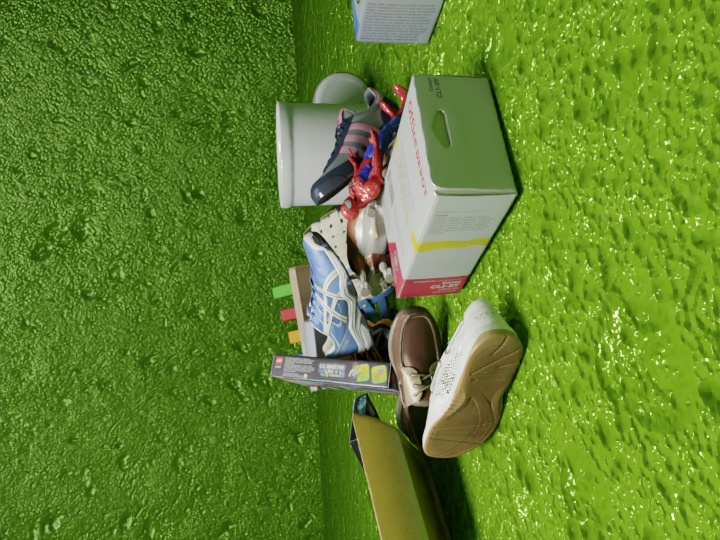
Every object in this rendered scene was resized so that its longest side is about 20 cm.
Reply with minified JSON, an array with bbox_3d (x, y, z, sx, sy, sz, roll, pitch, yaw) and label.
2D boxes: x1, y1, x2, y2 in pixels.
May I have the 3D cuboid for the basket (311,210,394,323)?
[{"bbox_3d":[0.000,0.000,1.036,0.200,0.137,0.179,54,-161,-55],"label":"basket"}]

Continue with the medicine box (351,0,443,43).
[{"bbox_3d":[0.047,-0.411,0.695,0.200,0.101,0.186,114,151,-71],"label":"medicine box"}]

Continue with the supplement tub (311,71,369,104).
[{"bbox_3d":[-0.046,-0.317,1.212,0.200,0.120,0.125,160,107,-80],"label":"supplement tub"}]

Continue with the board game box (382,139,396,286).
[{"bbox_3d":[0.067,-0.079,0.829,0.151,0.045,0.204,177,90,-81],"label":"board game box"}]

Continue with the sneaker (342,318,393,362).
[{"bbox_3d":[0.017,0.125,0.929,0.199,0.077,0.079,0,128,58],"label":"sneaker"}]

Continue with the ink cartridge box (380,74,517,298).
[{"bbox_3d":[0.083,-0.081,0.623,0.201,0.082,0.147,104,162,-61],"label":"ink cartridge box"}]

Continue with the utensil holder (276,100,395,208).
[{"bbox_3d":[-0.038,-0.194,0.971,0.170,0.196,0.174,176,90,-80],"label":"utensil holder"}]

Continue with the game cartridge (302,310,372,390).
[{"bbox_3d":[-0.024,0.137,1.051,0.040,0.198,0.136,-9,81,39],"label":"game cartridge"}]

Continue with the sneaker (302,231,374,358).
[{"bbox_3d":[-0.044,0.042,0.833,0.076,0.076,0.203,-129,17,-69],"label":"sneaker"}]

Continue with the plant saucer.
[{"bbox_3d":[0.065,0.294,0.738,0.201,0.048,0.202,57,-168,-50],"label":"plant saucer"}]

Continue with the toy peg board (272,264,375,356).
[{"bbox_3d":[-0.068,0.094,1.119,0.097,0.198,0.203,-14,84,41],"label":"toy peg board"}]

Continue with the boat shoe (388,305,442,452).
[{"bbox_3d":[0.082,0.143,0.753,0.072,0.074,0.203,-125,24,-65],"label":"boat shoe"}]

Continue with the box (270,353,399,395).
[{"bbox_3d":[-0.023,0.156,0.871,0.110,0.197,0.035,33,-119,-56],"label":"box"}]

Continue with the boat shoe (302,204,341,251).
[{"bbox_3d":[-0.038,-0.097,1.098,0.200,0.071,0.061,-38,67,28],"label":"boat shoe"}]

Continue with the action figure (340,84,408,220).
[{"bbox_3d":[0.015,-0.146,0.743,0.065,0.051,0.203,-32,35,56],"label":"action figure"}]

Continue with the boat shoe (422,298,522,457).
[{"bbox_3d":[0.107,0.114,0.596,0.070,0.069,0.202,-102,22,-49],"label":"boat shoe"}]

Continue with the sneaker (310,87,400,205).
[{"bbox_3d":[-0.018,-0.175,0.815,0.082,0.200,0.070,45,152,-7],"label":"sneaker"}]

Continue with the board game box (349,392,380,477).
[{"bbox_3d":[0.040,0.294,0.847,0.135,0.028,0.203,-82,-33,-77],"label":"board game box"}]

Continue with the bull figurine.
[{"bbox_3d":[0.015,-0.038,0.828,0.122,0.064,0.203,-116,22,-59],"label":"bull figurine"}]
